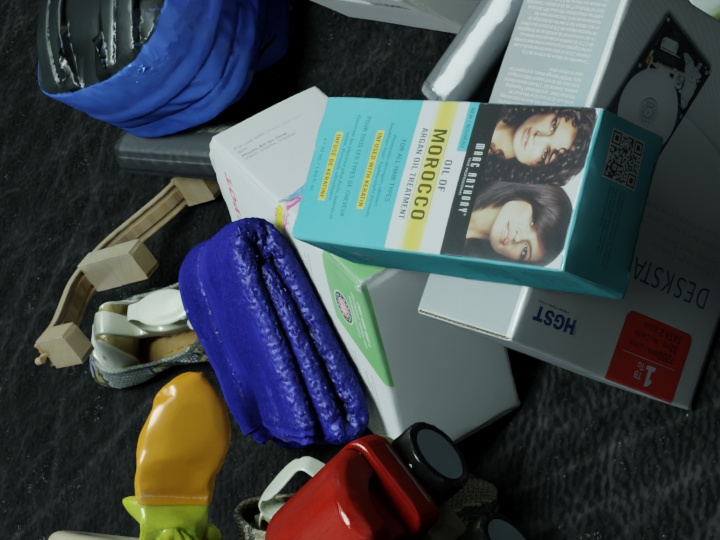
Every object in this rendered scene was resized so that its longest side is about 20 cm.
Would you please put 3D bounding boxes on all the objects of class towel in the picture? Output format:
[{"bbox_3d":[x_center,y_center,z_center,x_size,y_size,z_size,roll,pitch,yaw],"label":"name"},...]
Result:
[{"bbox_3d":[-0.063,0.046,1.248,0.148,0.049,0.200,62,165,-1],"label":"towel"}]

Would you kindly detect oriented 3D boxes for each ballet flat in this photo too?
[{"bbox_3d":[-0.008,0.143,1.231,0.200,0.075,0.068,-21,18,43],"label":"ballet flat"},{"bbox_3d":[-0.150,0.038,1.447,0.200,0.072,0.072,-16,63,44],"label":"ballet flat"}]

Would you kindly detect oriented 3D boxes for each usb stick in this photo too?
[{"bbox_3d":[-0.095,-0.086,1.439,0.200,0.033,0.055,6,44,42],"label":"usb stick"}]

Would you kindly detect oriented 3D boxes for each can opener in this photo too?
[{"bbox_3d":[0.076,-0.107,1.282,0.067,0.053,0.200,40,106,16],"label":"can opener"}]

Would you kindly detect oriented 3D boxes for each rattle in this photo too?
[{"bbox_3d":[-0.137,0.147,1.311,0.200,0.130,0.143,87,174,-85],"label":"rattle"}]

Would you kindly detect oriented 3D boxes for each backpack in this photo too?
[{"bbox_3d":[-0.130,-0.195,1.443,0.162,0.168,0.201,-19,55,45],"label":"backpack"}]

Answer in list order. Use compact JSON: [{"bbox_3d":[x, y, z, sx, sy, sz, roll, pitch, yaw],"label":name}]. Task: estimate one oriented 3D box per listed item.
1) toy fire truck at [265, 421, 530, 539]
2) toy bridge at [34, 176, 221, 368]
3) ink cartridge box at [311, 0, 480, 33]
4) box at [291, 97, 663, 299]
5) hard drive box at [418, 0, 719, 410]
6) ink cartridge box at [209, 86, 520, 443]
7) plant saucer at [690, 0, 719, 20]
[{"bbox_3d":[0.002,0.194,1.077,0.129,0.200,0.176,-45,75,26],"label":"toy fire truck"},{"bbox_3d":[-0.174,-0.002,1.443,0.067,0.027,0.200,-12,32,45],"label":"toy bridge"},{"bbox_3d":[0.036,-0.268,1.355,0.146,0.084,0.201,18,88,51],"label":"ink cartridge box"},{"bbox_3d":[0.054,-0.040,1.023,0.200,0.049,0.083,7,80,48],"label":"box"},{"bbox_3d":[0.137,-0.044,1.091,0.077,0.156,0.201,17,88,49],"label":"hard drive box"},{"bbox_3d":[0.000,0.000,1.223,0.087,0.146,0.200,-29,39,-17],"label":"ink cartridge box"},{"bbox_3d":[0.168,-0.224,1.163,0.200,0.050,0.201,24,131,31],"label":"plant saucer"}]
